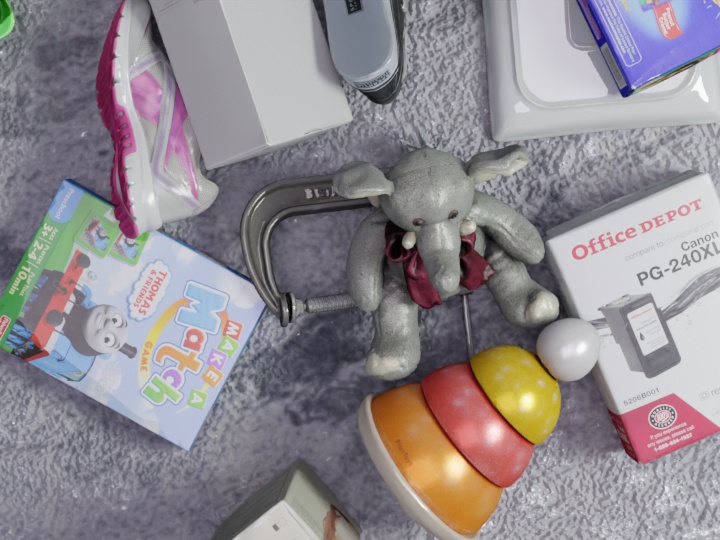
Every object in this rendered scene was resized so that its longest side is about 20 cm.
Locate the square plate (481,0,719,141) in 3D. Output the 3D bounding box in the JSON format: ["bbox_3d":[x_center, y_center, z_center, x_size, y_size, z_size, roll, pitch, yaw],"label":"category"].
[{"bbox_3d":[0.199,-0.215,1.444,0.197,0.028,0.201,-5,92,3],"label":"square plate"}]

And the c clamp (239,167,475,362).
[{"bbox_3d":[0.000,0.000,1.446,0.199,0.027,0.172,-1,88,-10],"label":"c clamp"}]

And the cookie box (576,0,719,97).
[{"bbox_3d":[0.266,-0.259,1.388,0.199,0.075,0.172,-26,91,3],"label":"cookie box"}]

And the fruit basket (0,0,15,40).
[{"bbox_3d":[-0.364,-0.256,1.378,0.155,0.216,0.216,-27,91,3],"label":"fruit basket"}]

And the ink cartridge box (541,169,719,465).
[{"bbox_3d":[0.249,0.035,1.424,0.145,0.083,0.201,-23,91,3],"label":"ink cartridge box"}]

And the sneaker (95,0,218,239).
[{"bbox_3d":[-0.166,-0.128,1.441,0.088,0.081,0.201,-6,84,-19],"label":"sneaker"}]

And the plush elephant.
[{"bbox_3d":[0.060,-0.031,1.362,0.164,0.155,0.201,-13,80,4],"label":"plush elephant"}]

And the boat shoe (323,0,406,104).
[{"bbox_3d":[0.006,-0.232,1.430,0.073,0.068,0.200,-18,67,14],"label":"boat shoe"}]

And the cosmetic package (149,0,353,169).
[{"bbox_3d":[-0.095,-0.194,1.406,0.085,0.107,0.201,-16,92,43],"label":"cosmetic package"}]

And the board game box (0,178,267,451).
[{"bbox_3d":[-0.194,0.037,1.464,0.199,0.037,0.152,28,92,0],"label":"board game box"}]

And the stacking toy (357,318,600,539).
[{"bbox_3d":[0.111,0.111,1.387,0.200,0.146,0.146,-38,90,13],"label":"stacking toy"}]

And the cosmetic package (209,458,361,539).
[{"bbox_3d":[-0.064,0.226,1.386,0.103,0.200,0.087,-41,91,5],"label":"cosmetic package"}]
